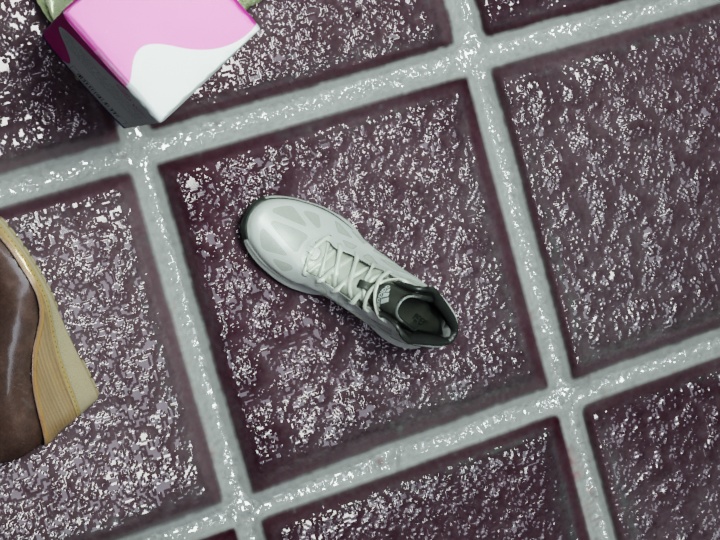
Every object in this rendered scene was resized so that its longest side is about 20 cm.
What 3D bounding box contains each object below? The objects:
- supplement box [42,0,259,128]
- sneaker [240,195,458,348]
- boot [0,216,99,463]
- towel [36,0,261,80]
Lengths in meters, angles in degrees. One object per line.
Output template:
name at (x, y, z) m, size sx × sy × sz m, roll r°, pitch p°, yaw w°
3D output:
supplement box at (-0.159, -0.175, 1.189) m, size 0.103 × 0.200 × 0.101 m, roll -43°, pitch 104°, yaw -7°
sneaker at (0.000, 0.000, 1.322) m, size 0.200 × 0.115 × 0.076 m, roll 32°, pitch 82°, yaw -15°
boot at (-0.311, 0.062, 1.246) m, size 0.166 × 0.072 × 0.201 m, roll -29°, pitch 103°, yaw -17°
towel at (-0.167, -0.251, 1.306) m, size 0.199 × 0.036 × 0.149 m, roll -28°, pitch 100°, yaw -15°
